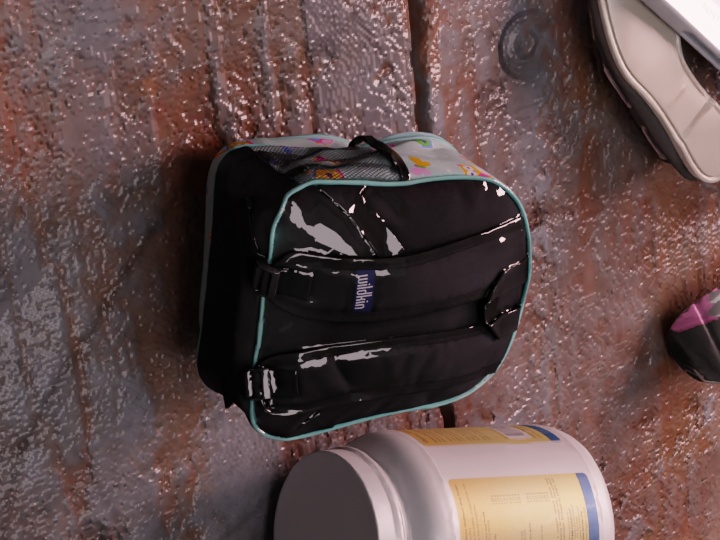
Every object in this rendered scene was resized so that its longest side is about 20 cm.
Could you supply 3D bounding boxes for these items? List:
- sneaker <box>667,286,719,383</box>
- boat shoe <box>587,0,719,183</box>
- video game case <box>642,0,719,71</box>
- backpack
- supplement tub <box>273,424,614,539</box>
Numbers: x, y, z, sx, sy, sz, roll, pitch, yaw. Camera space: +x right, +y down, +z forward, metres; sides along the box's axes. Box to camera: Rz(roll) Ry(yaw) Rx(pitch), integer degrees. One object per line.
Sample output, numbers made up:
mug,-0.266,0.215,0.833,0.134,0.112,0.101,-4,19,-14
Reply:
sneaker,0.328,0.037,1.567,0.198,0.086,0.081,-17,81,-8
boat shoe,0.198,-0.141,1.425,0.067,0.057,0.201,-45,122,-17
video game case,0.283,-0.234,1.434,0.182,0.023,0.201,33,72,-39
backpack,0.000,0.000,1.263,0.198,0.153,0.177,-5,113,-24
supplement tub,0.056,0.179,1.378,0.199,0.144,0.146,1,107,-36
